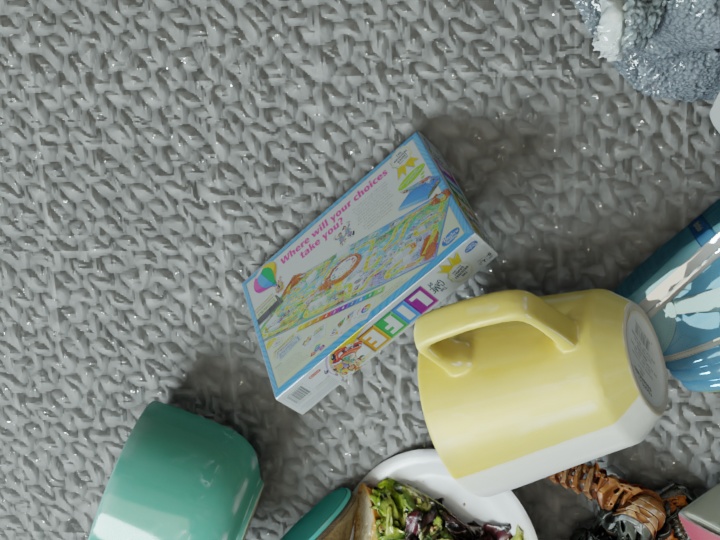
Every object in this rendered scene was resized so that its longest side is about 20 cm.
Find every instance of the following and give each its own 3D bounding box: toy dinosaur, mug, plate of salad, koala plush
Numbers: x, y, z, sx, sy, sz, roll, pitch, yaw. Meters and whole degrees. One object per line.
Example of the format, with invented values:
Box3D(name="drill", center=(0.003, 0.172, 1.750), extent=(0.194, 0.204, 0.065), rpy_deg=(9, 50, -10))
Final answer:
Box3D(name="toy dinosaur", center=(0.218, 0.223, 0.893), extent=(0.199, 0.102, 0.136), rpy_deg=(37, 85, 11))
Box3D(name="mug", center=(0.135, 0.085, 0.792), extent=(0.152, 0.186, 0.151), rpy_deg=(-17, 86, 30))
Box3D(name="mug", center=(-0.149, 0.202, 0.914), extent=(0.113, 0.185, 0.153), rpy_deg=(20, 81, 1))
Box3D(name="plate of salad", center=(0.058, 0.253, 0.901), extent=(0.198, 0.048, 0.202), rpy_deg=(-4, 83, 29))
Box3D(name="koala plush", center=(0.226, -0.198, 0.723), extent=(0.176, 0.200, 0.185), rpy_deg=(-21, 100, 12))

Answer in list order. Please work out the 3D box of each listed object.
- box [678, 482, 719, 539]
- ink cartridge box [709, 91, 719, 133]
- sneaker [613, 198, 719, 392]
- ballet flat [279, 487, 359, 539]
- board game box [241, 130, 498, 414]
Box3D(name="box", center=(0.363, 0.251, 0.838), extent=(0.127, 0.109, 0.201), rpy_deg=(-31, 98, -9))
Box3D(name="ink cartridge box", center=(0.350, -0.148, 0.711), extent=(0.199, 0.147, 0.086), rpy_deg=(-32, 73, -3))
Box3D(name="sneaker", center=(0.303, 0.014, 0.827), extent=(0.131, 0.080, 0.200), rpy_deg=(47, 115, -2))
Box3D(name="ballet flat", center=(-0.061, 0.268, 0.889), extent=(0.073, 0.200, 0.068), rpy_deg=(57, 145, -6))
Box3D(name="board game box", center=(0.000, 0.000, 0.842), extent=(0.200, 0.135, 0.034), rpy_deg=(-40, 132, 16))
